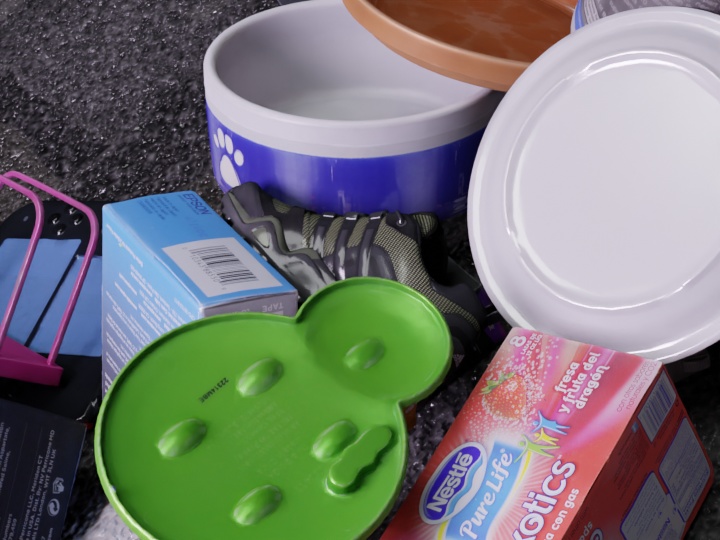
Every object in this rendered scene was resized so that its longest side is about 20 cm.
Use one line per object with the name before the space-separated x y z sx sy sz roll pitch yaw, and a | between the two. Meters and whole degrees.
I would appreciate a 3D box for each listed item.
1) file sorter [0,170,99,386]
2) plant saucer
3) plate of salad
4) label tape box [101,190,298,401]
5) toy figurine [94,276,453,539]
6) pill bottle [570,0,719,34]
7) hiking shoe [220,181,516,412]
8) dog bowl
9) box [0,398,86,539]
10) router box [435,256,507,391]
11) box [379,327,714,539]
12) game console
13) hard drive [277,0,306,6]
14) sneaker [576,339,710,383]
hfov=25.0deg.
file sorter | -0.293 -0.017 1.059 0.139 0.199 0.126 23 95 41
plant saucer | 0.084 -0.164 1.041 0.199 0.033 0.201 9 31 -5
plate of salad | 0.149 -0.044 0.869 0.199 0.048 0.202 -10 71 31
label tape box | -0.099 0.074 0.955 0.066 0.201 0.143 -12 31 -27
toy figurine | -0.041 0.123 0.848 0.150 0.185 0.200 36 55 23
pill bottle | 0.203 -0.181 0.901 0.113 0.200 0.114 8 58 -12
hiking shoe | 0.000 0.000 0.949 0.100 0.076 0.200 -36 53 -19
dog bowl | -0.001 -0.105 1.058 0.198 0.079 0.201 0 32 0
box | -0.310 0.117 0.985 0.196 0.200 0.118 5 78 36
router box | -0.023 0.023 1.026 0.149 0.051 0.200 -37 41 -7
box | 0.082 0.141 0.803 0.094 0.103 0.201 13 59 41
game console | -0.223 0.028 1.169 0.176 0.031 0.201 -2 50 32
hard drive | 0.039 -0.232 1.247 0.199 0.042 0.135 -33 40 0
sneaker | 0.154 -0.005 0.939 0.081 0.075 0.201 -8 51 7
